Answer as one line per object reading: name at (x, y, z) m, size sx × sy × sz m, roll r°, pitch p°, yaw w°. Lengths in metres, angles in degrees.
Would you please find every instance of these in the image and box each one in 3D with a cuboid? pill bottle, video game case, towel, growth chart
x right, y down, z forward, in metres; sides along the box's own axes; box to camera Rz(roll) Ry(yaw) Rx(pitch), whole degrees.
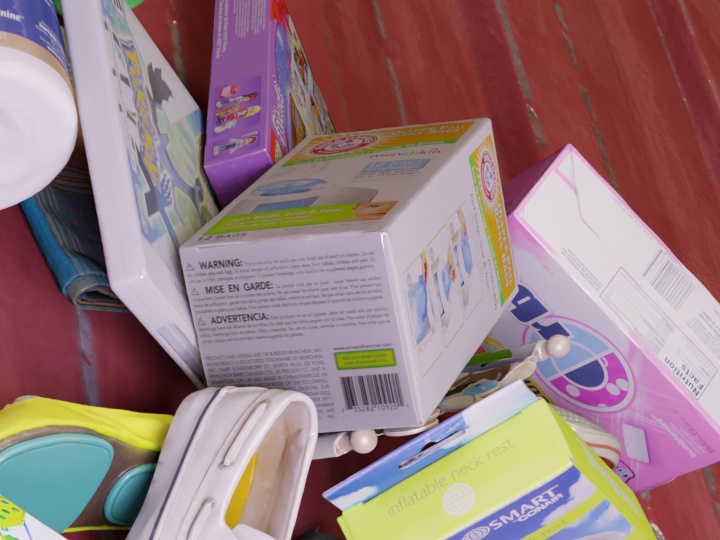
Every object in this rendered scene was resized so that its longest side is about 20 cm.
pill bottle at (-0.211, -0.134, 1.248) m, size 0.111 × 0.111 × 0.200 m, roll 26°, pitch 35°, yaw -41°
video game case at (-0.100, -0.038, 1.269) m, size 0.182 × 0.022 × 0.201 m, roll 56°, pitch 17°, yaw -58°
towel at (-0.147, -0.060, 1.357) m, size 0.146 × 0.022 × 0.200 m, roll 10°, pitch 47°, yaw -54°
growth chart at (0.022, 0.071, 1.303) m, size 0.200 × 0.144 × 0.018 m, roll -21°, pitch 94°, yaw -48°

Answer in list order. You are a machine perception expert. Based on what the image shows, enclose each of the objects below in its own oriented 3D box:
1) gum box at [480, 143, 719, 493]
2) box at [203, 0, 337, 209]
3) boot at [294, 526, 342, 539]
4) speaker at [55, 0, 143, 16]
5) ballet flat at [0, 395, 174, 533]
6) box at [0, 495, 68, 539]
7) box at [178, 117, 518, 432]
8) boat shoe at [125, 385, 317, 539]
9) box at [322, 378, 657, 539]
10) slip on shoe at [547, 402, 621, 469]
gum box at (0.140, 0.036, 1.415) m, size 0.200 × 0.113 × 0.066 m, roll 46°, pitch 56°, yaw -9°
box at (-0.048, -0.067, 1.434) m, size 0.200 × 0.039 × 0.137 m, roll -91°, pitch 163°, yaw -54°
boot at (0.017, 0.216, 1.212) m, size 0.200 × 0.077 × 0.138 m, roll 54°, pitch 19°, yaw -1°
speaker at (-0.181, -0.246, 1.472) m, size 0.088 × 0.088 × 0.200 m, roll 17°, pitch 42°, yaw -49°
ballet flat at (-0.134, 0.088, 1.154) m, size 0.067 × 0.067 × 0.200 m, roll 41°, pitch 15°, yaw 31°
box at (-0.159, 0.186, 0.816) m, size 0.192 × 0.200 × 0.122 m, roll 38°, pitch 28°, yaw -25°
box at (0.000, 0.000, 1.267) m, size 0.200 × 0.112 × 0.102 m, roll -47°, pitch 129°, yaw -63°
boat shoe at (-0.063, 0.138, 1.115) m, size 0.071 × 0.070 × 0.200 m, roll 54°, pitch 40°, yaw -39°
box at (0.073, 0.133, 1.278) m, size 0.048 × 0.122 × 0.200 m, roll 64°, pitch 10°, yaw 29°
slip on shoe at (0.101, 0.114, 1.385) m, size 0.074 × 0.061 × 0.200 m, roll 24°, pitch -15°, yaw 5°
